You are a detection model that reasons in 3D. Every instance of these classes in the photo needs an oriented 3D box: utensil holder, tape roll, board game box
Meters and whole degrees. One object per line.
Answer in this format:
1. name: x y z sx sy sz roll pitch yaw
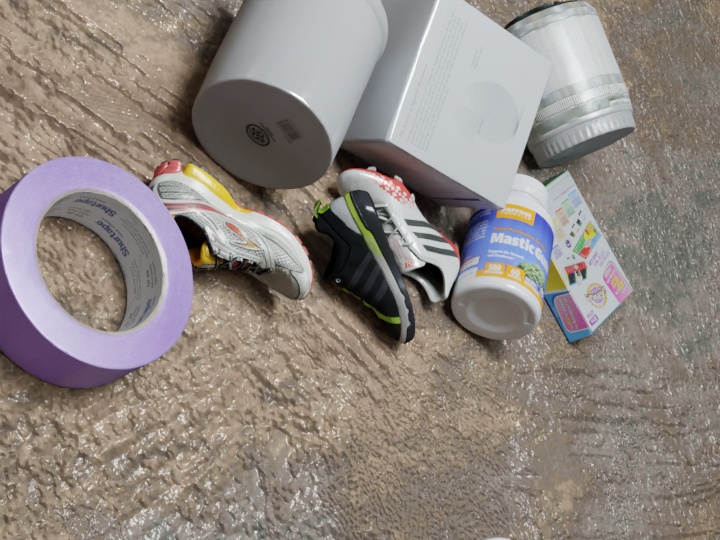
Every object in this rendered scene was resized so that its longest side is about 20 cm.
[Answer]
1. utensil holder: -0.076 -0.212 1.337 0.170 0.170 0.201 41 49 -24
2. tape roll: -0.250 0.001 1.121 0.200 0.065 0.201 23 55 -38
3. board game box: 0.288 -0.022 1.712 0.153 0.040 0.201 -33 96 -49

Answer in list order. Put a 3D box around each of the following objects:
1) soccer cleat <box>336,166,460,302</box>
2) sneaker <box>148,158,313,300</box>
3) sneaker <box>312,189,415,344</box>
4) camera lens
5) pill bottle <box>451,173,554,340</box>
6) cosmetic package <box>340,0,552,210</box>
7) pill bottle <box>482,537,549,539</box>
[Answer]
1. soccer cleat: 0.045 -0.042 1.451 0.200 0.068 0.085 43 41 -29
2. sneaker: -0.137 -0.023 1.254 0.199 0.078 0.082 33 53 -19
3. sneaker: 0.000 0.000 1.392 0.072 0.082 0.201 -107 175 -66
4. camera lens: 0.283 -0.265 1.738 0.160 0.160 0.201 -13 80 -48
5. pill bottle: 0.183 -0.023 1.549 0.112 0.112 0.201 38 47 -26
6. cosmetic package: 0.098 -0.204 1.495 0.199 0.123 0.200 27 78 -36
7. pill bottle: 0.120 0.333 1.236 0.119 0.200 0.120 22 56 -37
